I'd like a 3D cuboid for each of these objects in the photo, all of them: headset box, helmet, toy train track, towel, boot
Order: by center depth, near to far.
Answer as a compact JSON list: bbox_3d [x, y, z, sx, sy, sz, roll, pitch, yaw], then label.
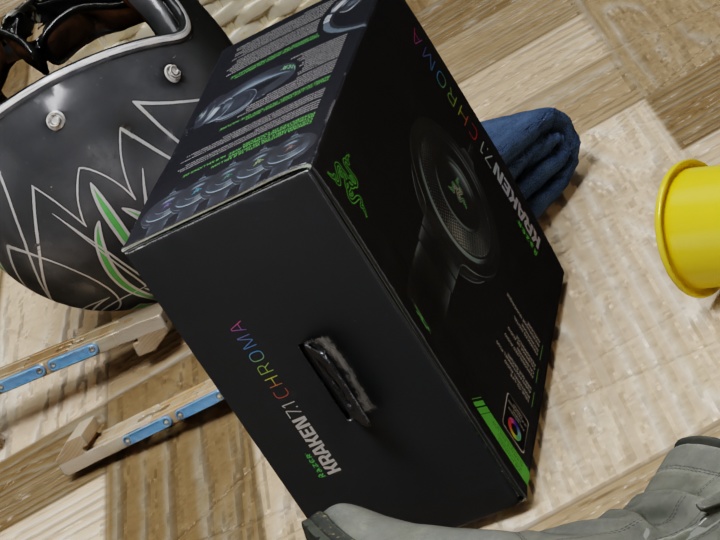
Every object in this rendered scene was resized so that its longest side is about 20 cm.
[{"bbox_3d":[0.077,0.105,0.778,0.130,0.068,0.200,-36,30,-22],"label":"boot"},{"bbox_3d":[0.000,0.000,0.931,0.093,0.174,0.200,-23,22,23],"label":"headset box"},{"bbox_3d":[-0.074,0.048,1.100,0.200,0.033,0.115,-27,14,21],"label":"toy train track"},{"bbox_3d":[0.015,-0.032,1.141,0.200,0.049,0.112,-11,20,43],"label":"towel"},{"bbox_3d":[-0.192,0.070,1.222,0.199,0.033,0.115,-23,16,12],"label":"toy train track"},{"bbox_3d":[-0.143,-0.071,1.237,0.200,0.200,0.191,-29,49,6],"label":"helmet"}]

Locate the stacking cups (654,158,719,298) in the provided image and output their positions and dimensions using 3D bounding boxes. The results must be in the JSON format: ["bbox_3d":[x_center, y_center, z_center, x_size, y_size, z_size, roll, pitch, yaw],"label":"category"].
[{"bbox_3d":[0.217,-0.023,0.872,0.199,0.061,0.061,-4,35,40],"label":"stacking cups"}]

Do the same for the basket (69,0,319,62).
[{"bbox_3d":[-0.112,-0.203,1.478,0.200,0.199,0.161,-29,26,5],"label":"basket"}]
